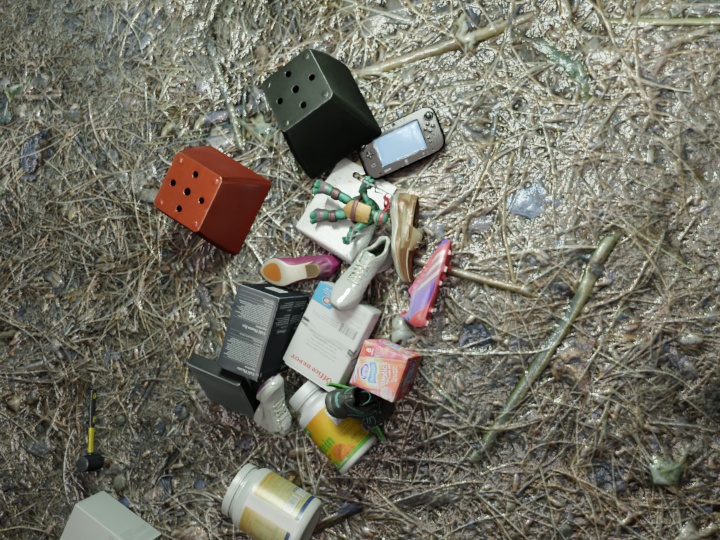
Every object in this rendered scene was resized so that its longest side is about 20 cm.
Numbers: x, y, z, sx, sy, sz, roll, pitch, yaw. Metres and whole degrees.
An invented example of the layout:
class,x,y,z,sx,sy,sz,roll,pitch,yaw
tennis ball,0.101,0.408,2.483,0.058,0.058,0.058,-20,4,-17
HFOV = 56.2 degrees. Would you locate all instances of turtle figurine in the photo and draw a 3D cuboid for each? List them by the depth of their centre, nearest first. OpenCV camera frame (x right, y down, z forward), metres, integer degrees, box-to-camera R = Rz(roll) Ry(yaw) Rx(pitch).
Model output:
class,x,y,z,sx,sy,sz,roll,pitch,yaw
turtle figurine,-0.012,-0.129,1.467,0.196,0.100,0.153,15,91,21

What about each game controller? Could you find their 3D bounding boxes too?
class,x,y,z,sx,sy,sz,roll,pitch,yaw
game controller,0.089,-0.282,1.505,0.196,0.042,0.106,-23,77,15

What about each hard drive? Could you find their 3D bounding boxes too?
class,x,y,z,sx,sy,sz,roll,pitch,yaw
hard drive,-0.309,0.268,1.544,0.137,0.202,0.033,19,60,16

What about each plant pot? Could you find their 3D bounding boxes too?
class,x,y,z,sx,sy,sz,roll,pitch,yaw
plant pot,-0.103,-0.357,1.476,0.197,0.177,0.203,-31,70,14
plant pot,-0.360,-0.173,1.567,0.198,0.176,0.203,30,97,15

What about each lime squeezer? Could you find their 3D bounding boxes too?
class,x,y,z,sx,sy,sz,roll,pitch,yaw
lime squeezer,-0.010,0.293,1.502,0.037,0.071,0.201,-22,119,37

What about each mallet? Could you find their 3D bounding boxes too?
class,x,y,z,sx,sy,sz,roll,pitch,yaw
mallet,-0.690,0.408,1.712,0.040,0.066,0.205,-4,88,17

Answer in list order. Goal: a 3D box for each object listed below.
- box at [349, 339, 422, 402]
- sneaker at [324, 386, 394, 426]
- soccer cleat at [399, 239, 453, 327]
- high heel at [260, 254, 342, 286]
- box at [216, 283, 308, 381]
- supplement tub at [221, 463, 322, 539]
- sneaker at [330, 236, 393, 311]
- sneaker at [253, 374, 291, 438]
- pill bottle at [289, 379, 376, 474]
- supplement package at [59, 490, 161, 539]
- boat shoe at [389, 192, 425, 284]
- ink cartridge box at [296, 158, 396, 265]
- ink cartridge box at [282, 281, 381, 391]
class,x,y,z,sx,sy,sz,roll,pitch,yaw
box,0.058,0.207,1.425,0.101,0.200,0.097,21,90,15
sneaker,0.016,0.288,1.441,0.078,0.198,0.077,-27,63,36
soccer cleat,0.146,0.024,1.476,0.075,0.067,0.204,19,97,17
high heel,-0.140,-0.008,1.578,0.197,0.095,0.069,-9,96,37
box,-0.214,0.131,1.507,0.102,0.200,0.186,16,93,14
supplement tub,-0.201,0.542,1.527,0.197,0.144,0.147,26,96,15
sneaker,0.000,0.000,1.465,0.070,0.081,0.201,33,66,18
sneaker,-0.186,0.307,1.522,0.099,0.075,0.202,37,144,18
pill bottle,-0.066,0.342,1.507,0.200,0.111,0.111,46,101,12
supplement package,-0.617,0.660,1.660,0.197,0.117,0.119,29,98,14
boat shoe,0.106,-0.072,1.484,0.070,0.076,0.205,-4,90,14
ink cartridge box,-0.030,-0.137,1.548,0.159,0.050,0.202,30,79,14
ink cartridge box,-0.064,0.147,1.522,0.145,0.086,0.203,29,98,15
